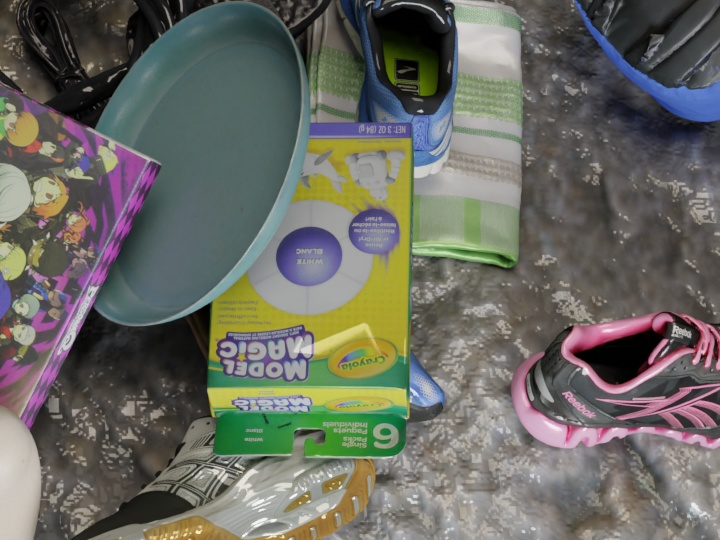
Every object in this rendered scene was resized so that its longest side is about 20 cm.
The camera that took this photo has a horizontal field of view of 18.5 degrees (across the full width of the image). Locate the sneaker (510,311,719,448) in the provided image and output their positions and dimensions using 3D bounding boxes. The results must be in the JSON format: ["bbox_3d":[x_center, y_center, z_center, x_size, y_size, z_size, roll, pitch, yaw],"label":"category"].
[{"bbox_3d":[0.195,0.058,1.346,0.199,0.096,0.079,-6,58,-16],"label":"sneaker"}]

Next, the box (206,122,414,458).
[{"bbox_3d":[-0.028,0.011,1.272,0.117,0.048,0.201,0,66,3],"label":"box"}]

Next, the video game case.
[{"bbox_3d":[-0.239,-0.014,1.281,0.181,0.036,0.201,27,89,9],"label":"video game case"}]

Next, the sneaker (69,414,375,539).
[{"bbox_3d":[-0.093,0.133,1.268,0.199,0.076,0.088,-20,50,-25],"label":"sneaker"}]

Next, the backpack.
[{"bbox_3d":[0.251,-0.196,1.475,0.200,0.168,0.163,-44,67,4],"label":"backpack"}]

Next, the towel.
[{"bbox_3d":[0.036,-0.100,1.450,0.149,0.031,0.201,6,58,-6],"label":"towel"}]

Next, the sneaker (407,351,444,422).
[{"bbox_3d":[0.000,0.000,1.338,0.089,0.079,0.200,-29,74,-8],"label":"sneaker"}]

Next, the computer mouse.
[{"bbox_3d":[-0.123,-0.169,1.441,0.200,0.046,0.141,-35,73,-5],"label":"computer mouse"}]

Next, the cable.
[{"bbox_3d":[-0.203,-0.153,1.401,0.199,0.051,0.164,10,85,16],"label":"cable"}]

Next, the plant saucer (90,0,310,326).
[{"bbox_3d":[-0.095,-0.059,1.280,0.027,0.200,0.201,25,48,-40],"label":"plant saucer"}]

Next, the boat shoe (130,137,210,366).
[{"bbox_3d":[-0.100,-0.004,1.338,0.069,0.074,0.200,-23,63,-24],"label":"boat shoe"}]

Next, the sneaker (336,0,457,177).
[{"bbox_3d":[0.032,-0.163,1.412,0.078,0.089,0.201,-1,60,-13],"label":"sneaker"}]

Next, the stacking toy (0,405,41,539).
[{"bbox_3d":[-0.289,0.121,1.216,0.199,0.146,0.146,16,55,21],"label":"stacking toy"}]
